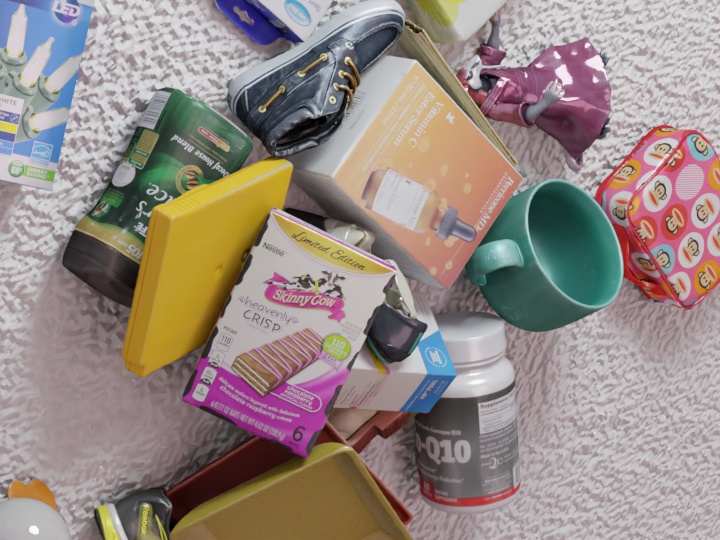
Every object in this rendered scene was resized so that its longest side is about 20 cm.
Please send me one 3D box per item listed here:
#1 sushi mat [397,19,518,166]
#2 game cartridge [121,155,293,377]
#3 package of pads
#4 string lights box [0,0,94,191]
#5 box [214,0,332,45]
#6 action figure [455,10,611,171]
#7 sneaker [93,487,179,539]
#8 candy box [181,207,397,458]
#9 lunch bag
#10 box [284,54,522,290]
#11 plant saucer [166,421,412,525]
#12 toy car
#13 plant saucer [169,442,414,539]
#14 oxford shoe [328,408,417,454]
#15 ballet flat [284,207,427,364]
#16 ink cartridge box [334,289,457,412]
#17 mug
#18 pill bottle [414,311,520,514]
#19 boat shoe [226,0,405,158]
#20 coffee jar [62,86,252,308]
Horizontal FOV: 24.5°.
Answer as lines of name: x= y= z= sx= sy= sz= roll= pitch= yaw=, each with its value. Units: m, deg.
sushi mat: x=0.090 y=-0.189 z=1.726 sx=0.012 sy=0.096 sz=0.200 roll=-43 pitch=123 yaw=-5
game cartridge: x=-0.146 y=-0.006 z=1.561 sx=0.200 sy=0.032 sz=0.177 roll=-28 pitch=140 yaw=-54
package of pads: x=0.117 y=-0.350 z=1.725 sx=0.200 sy=0.068 sz=0.155 roll=-44 pitch=121 yaw=-19
string lights box: x=-0.307 y=-0.181 z=1.466 sx=0.102 sy=0.059 sz=0.201 roll=11 pitch=95 yaw=-36
box: x=-0.061 y=-0.320 z=1.622 sx=0.119 sy=0.041 sz=0.200 roll=38 pitch=76 yaw=-36
action figure: x=0.174 y=-0.198 z=1.805 sx=0.199 sy=0.134 sz=0.149 roll=-2 pitch=145 yaw=-23
sneaker: x=-0.187 y=0.302 z=1.645 sx=0.084 sy=0.074 sz=0.200 roll=-29 pitch=118 yaw=-4
candy box: x=-0.067 y=0.058 z=1.574 sx=0.136 sy=0.061 sz=0.201 roll=25 pitch=94 yaw=-4
lunch bag: x=0.367 y=-0.053 z=1.966 sx=0.176 sy=0.082 sz=0.200 roll=-46 pitch=124 yaw=-17
box: x=0.043 y=-0.103 z=1.706 sx=0.200 sy=0.106 sz=0.153 roll=42 pitch=76 yaw=-34
plant saucer: x=-0.079 y=0.237 z=1.697 sx=0.199 sy=0.037 sz=0.200 roll=-33 pitch=124 yaw=11
toy car: x=-0.312 y=0.291 z=1.538 sx=0.177 sy=0.184 sz=0.201 roll=49 pitch=44 yaw=-33
plant saucer: x=-0.066 y=0.258 z=1.650 sx=0.199 sy=0.049 sz=0.200 roll=-27 pitch=132 yaw=4
oxford shoe: x=-0.029 y=0.169 z=1.757 sx=0.200 sy=0.074 sz=0.071 roll=-33 pitch=163 yaw=-14
ballet flat: x=0.000 y=0.000 z=1.661 sx=0.073 sy=0.200 sz=0.073 roll=-33 pitch=163 yaw=-12
ink cartridge box: x=-0.013 y=0.076 z=1.691 sx=0.199 sy=0.116 sz=0.067 roll=6 pitch=136 yaw=-33
mug: x=0.184 y=-0.017 z=1.808 sx=0.185 sy=0.114 sz=0.153 roll=31 pitch=52 yaw=-28
pill bottle: x=0.114 y=0.154 z=1.815 sx=0.114 sy=0.114 sz=0.201 roll=-16 pitch=109 yaw=-32
boat shoe: x=-0.026 y=-0.184 z=1.621 sx=0.200 sy=0.091 sz=0.071 roll=-32 pitch=149 yaw=-9
coffee jar: x=-0.192 y=-0.064 z=1.560 sx=0.104 sy=0.085 sz=0.201 roll=35 pitch=81 yaw=-36
